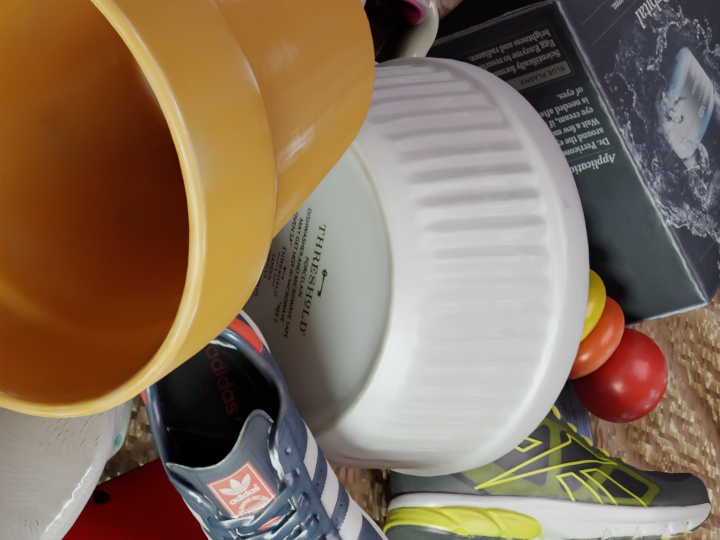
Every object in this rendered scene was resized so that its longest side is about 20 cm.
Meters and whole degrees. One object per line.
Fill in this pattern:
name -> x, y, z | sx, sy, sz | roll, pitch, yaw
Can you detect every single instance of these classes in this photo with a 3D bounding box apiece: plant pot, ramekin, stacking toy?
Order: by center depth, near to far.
plant pot -> -0.092, -0.068, 0.909 | 0.183, 0.200, 0.201 | -33, 102, -50
ramekin -> 0.000, 0.000, 1.047 | 0.105, 0.200, 0.201 | -4, 80, -42
stacking toy -> 0.098, 0.015, 1.230 | 0.200, 0.085, 0.086 | 46, 47, -25

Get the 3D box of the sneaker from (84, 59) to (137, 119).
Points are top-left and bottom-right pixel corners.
sneaker -> -0.121, -0.152, 1.053 | 0.088, 0.076, 0.200 | 48, 46, -20

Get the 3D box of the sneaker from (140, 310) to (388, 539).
sneaker -> -0.041, 0.102, 0.952 | 0.200, 0.075, 0.085 | 58, 3, 7

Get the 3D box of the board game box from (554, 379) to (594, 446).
board game box -> 0.103, 0.143, 1.250 | 0.103, 0.019, 0.201 | 1, 76, -50

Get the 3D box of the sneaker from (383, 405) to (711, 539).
sneaker -> 0.103, 0.105, 1.187 | 0.199, 0.074, 0.085 | 4, 75, -31

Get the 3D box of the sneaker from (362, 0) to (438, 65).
sneaker -> 0.002, -0.151, 1.181 | 0.081, 0.088, 0.201 | 20, 62, -44

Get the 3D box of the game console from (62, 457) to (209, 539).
game console -> -0.103, 0.201, 0.991 | 0.200, 0.118, 0.173 | -20, 124, -50

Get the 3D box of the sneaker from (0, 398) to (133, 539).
sneaker -> -0.129, 0.068, 0.964 | 0.089, 0.075, 0.200 | 85, 17, -47

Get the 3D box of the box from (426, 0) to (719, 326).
box -> 0.153, -0.098, 1.319 | 0.197, 0.117, 0.200 | -46, 113, -47
